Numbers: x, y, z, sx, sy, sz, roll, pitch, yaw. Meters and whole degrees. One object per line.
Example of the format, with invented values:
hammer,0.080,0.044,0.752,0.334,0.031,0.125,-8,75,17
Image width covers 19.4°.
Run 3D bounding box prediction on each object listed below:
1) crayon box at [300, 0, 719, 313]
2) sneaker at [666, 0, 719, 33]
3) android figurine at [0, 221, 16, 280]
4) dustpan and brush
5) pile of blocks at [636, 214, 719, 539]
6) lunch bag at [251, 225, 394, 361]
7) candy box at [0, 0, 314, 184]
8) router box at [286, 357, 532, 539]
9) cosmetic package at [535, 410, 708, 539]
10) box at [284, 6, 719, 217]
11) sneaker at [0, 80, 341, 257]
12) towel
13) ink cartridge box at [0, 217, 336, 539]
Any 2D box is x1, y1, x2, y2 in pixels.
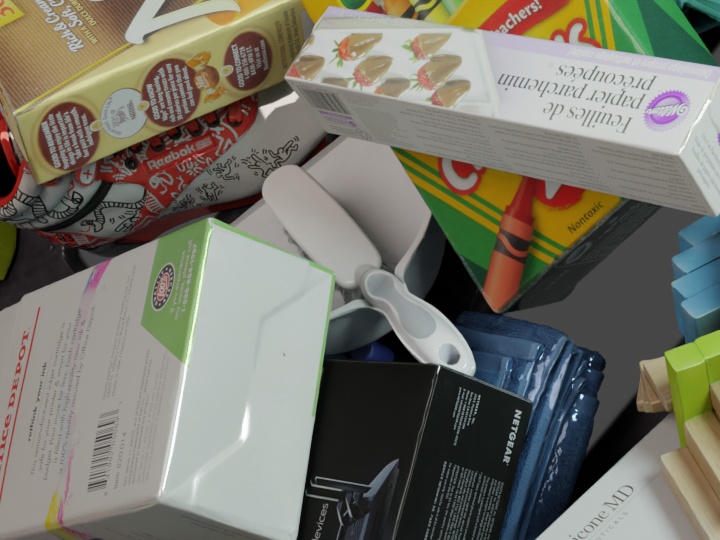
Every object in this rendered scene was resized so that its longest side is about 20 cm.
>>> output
crayon box,0.056,-0.100,0.870,0.127,0.051,0.201,-44,69,35
sneaker,0.139,-0.138,0.859,0.080,0.077,0.201,-54,51,26
android figurine,-0.243,-0.056,1.177,0.181,0.041,0.202,-7,73,38
dustpan and brush,0.000,0.000,0.904,0.139,0.057,0.200,-38,48,-5
pile of blocks,0.135,0.007,0.737,0.081,0.063,0.201,-4,39,15
lunch bag,-0.074,0.079,0.977,0.199,0.094,0.152,-30,58,17
candy box,-0.085,-0.132,0.982,0.199,0.056,0.116,-24,55,-12
router box,-0.021,0.136,0.833,0.157,0.052,0.202,0,72,56
cosmetic package,0.167,0.091,0.713,0.200,0.052,0.150,-38,46,-25
box,0.056,-0.063,0.798,0.199,0.041,0.039,15,66,43
sneaker,-0.101,-0.068,1.014,0.200,0.108,0.068,-26,63,32
towel,0.034,0.117,0.868,0.111,0.048,0.202,9,81,66
ink cartridge box,-0.099,0.062,0.883,0.199,0.067,0.118,-18,57,51
